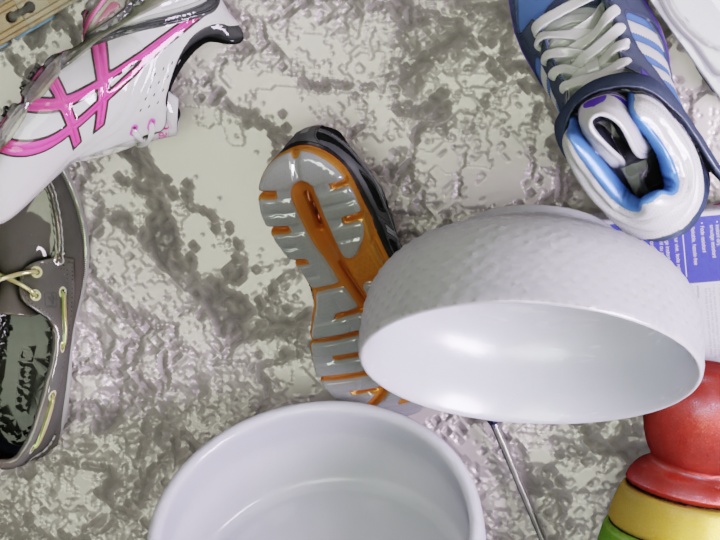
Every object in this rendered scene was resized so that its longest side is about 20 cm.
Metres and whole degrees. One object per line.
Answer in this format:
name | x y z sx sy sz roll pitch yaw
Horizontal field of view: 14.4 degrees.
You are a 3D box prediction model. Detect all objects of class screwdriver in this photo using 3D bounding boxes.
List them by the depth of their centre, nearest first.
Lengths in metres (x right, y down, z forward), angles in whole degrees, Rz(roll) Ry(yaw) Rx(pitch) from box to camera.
screwdriver | 0.092 0.107 1.756 0.029 0.028 0.200 -31 99 -18

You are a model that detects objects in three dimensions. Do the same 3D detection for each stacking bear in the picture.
stacking bear | 0.196 0.151 1.708 0.121 0.114 0.200 9 101 5

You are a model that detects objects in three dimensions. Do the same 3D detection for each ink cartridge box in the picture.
ink cartridge box | 0.182 0.010 1.721 0.200 0.037 0.095 -4 100 10

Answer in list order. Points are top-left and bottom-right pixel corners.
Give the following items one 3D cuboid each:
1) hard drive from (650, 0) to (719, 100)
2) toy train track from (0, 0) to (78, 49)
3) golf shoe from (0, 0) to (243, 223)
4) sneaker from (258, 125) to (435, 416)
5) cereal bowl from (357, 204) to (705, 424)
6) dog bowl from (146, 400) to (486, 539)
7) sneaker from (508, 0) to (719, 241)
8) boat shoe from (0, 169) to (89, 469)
hard drive | 0.217 -0.210 1.673 0.140 0.038 0.200 -34 94 11
toy train track | -0.246 -0.137 1.744 0.200 0.033 0.115 -28 96 10
golf shoe | -0.155 -0.099 1.703 0.092 0.073 0.200 40 87 -3
sneaker | 0.000 0.000 1.724 0.078 0.077 0.200 -11 117 14
cereal bowl | 0.099 0.019 1.629 0.200 0.200 0.083 1 67 7
dog bowl | -0.022 0.178 1.693 0.200 0.200 0.079 -3 139 7
sneaker | 0.140 -0.111 1.633 0.081 0.146 0.200 -25 85 8
boat shoe | -0.209 0.023 1.757 0.072 0.060 0.202 4 101 6
